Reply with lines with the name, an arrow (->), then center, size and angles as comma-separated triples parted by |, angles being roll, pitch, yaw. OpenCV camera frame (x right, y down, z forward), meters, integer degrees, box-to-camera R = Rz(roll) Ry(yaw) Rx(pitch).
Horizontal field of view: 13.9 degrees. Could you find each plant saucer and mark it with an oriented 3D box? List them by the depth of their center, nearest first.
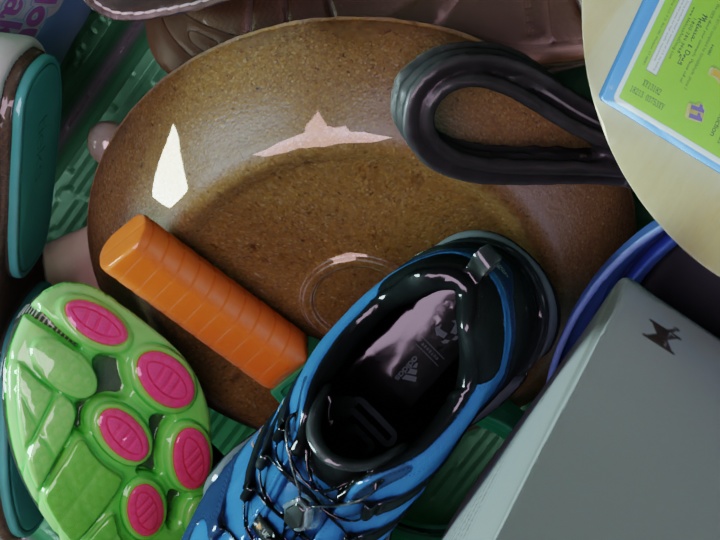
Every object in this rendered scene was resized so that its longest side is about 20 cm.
plant saucer -> 0.000, 0.000, 1.060 | 0.200, 0.035, 0.201 | 1, 130, 1

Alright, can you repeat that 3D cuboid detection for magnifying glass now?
magnifying glass -> -0.011, 0.044, 1.063 | 0.200, 0.022, 0.080 | 36, 123, -28

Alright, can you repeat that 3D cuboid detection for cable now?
cable -> 0.104, -0.046, 1.025 | 0.199, 0.050, 0.097 | -2, 123, -12

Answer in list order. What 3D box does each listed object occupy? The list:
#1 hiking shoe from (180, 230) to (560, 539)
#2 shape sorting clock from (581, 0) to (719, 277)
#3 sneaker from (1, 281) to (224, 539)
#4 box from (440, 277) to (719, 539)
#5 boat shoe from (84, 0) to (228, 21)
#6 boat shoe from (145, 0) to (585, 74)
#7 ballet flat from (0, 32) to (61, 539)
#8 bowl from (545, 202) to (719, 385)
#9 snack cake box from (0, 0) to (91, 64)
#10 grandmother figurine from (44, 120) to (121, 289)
hiking shoe -> -0.015, 0.067, 0.995 | 0.074, 0.087, 0.200 | 36, 98, 15
shape sorting clock -> 0.160, -0.085, 0.928 | 0.200, 0.039, 0.201 | -1, 88, 36
sneaker -> -0.085, 0.078, 1.091 | 0.077, 0.084, 0.200 | -41, 133, -14
box -> 0.111, 0.140, 0.932 | 0.199, 0.200, 0.131 | 34, 123, 1
boat shoe -> -0.021, -0.135, 0.995 | 0.200, 0.072, 0.072 | -27, 110, 21
boat shoe -> 0.022, -0.091, 1.066 | 0.199, 0.063, 0.074 | 0, 85, 16
ballet flat -> -0.143, 0.004, 1.070 | 0.069, 0.069, 0.200 | 10, 118, 13
bowl -> 0.163, 0.056, 1.011 | 0.200, 0.039, 0.201 | 8, 118, 16
snack cake box -> -0.178, -0.091, 1.107 | 0.115, 0.067, 0.200 | 39, 110, 23
grandmother figurine -> -0.061, -0.010, 1.117 | 0.200, 0.061, 0.121 | -23, 123, 16
